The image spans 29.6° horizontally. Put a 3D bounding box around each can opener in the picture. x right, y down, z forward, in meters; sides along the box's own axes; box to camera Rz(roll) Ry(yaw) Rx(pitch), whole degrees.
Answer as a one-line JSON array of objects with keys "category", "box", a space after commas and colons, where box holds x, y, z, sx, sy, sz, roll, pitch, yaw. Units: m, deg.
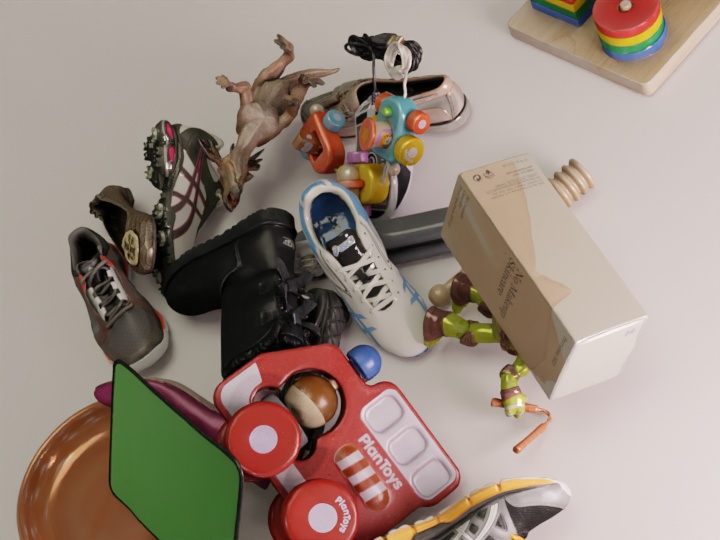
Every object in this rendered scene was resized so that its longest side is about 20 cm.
[{"category": "can opener", "box": [0.008, -0.034, 1.396, 0.200, 0.053, 0.067, -9, 53, 19]}]

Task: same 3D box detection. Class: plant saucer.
[{"category": "plant saucer", "box": [-0.244, 0.218, 1.345, 0.200, 0.037, 0.200, -12, 54, 17]}]

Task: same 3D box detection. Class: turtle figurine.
[{"category": "turtle figurine", "box": [0.138, 0.063, 1.260, 0.161, 0.064, 0.200, 17, 66, 33]}]

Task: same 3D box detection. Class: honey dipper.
[{"category": "honey dipper", "box": [0.145, -0.035, 1.346, 0.200, 0.038, 0.038, -39, 50, -2]}]

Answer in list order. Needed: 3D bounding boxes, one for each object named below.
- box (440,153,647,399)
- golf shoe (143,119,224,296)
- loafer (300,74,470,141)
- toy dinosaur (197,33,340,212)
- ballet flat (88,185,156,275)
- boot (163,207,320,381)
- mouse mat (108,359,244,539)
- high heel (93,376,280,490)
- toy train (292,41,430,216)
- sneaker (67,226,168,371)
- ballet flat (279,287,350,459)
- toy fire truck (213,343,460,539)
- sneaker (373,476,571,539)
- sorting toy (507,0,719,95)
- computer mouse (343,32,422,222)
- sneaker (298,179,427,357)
[{"category": "box", "box": [0.158, 0.003, 1.203, 0.078, 0.095, 0.200, -17, 56, -23]}, {"category": "golf shoe", "box": [-0.189, -0.068, 1.494, 0.088, 0.077, 0.200, 4, 74, -23]}, {"category": "loafer", "box": [0.020, -0.188, 1.493, 0.200, 0.063, 0.072, 0, 57, 25]}, {"category": "toy dinosaur", "box": [-0.108, -0.168, 1.490, 0.086, 0.136, 0.200, 36, 49, 6]}, {"category": "ballet flat", "box": [-0.261, -0.048, 1.492, 0.200, 0.046, 0.067, -132, 52, -58]}, {"category": "boot", "box": [-0.125, 0.045, 1.363, 0.198, 0.073, 0.163, -32, 50, 34]}, {"category": "mouse mat", "box": [-0.170, 0.188, 1.223, 0.008, 0.161, 0.200, -17, 38, -38]}, {"category": "high heel", "box": [-0.171, 0.154, 1.302, 0.200, 0.067, 0.096, 1, 80, 24]}, {"category": "toy train", "box": [-0.010, -0.139, 1.394, 0.200, 0.056, 0.150, -42, 61, 49]}, {"category": "sneaker", "box": [-0.274, 0.028, 1.463, 0.077, 0.082, 0.200, -36, 50, -2]}, {"category": "ballet flat", "box": [-0.042, 0.110, 1.324, 0.066, 0.057, 0.200, -13, 56, 43]}, {"category": "toy fire truck", "box": [-0.028, 0.154, 1.211, 0.168, 0.112, 0.200, -35, 87, -16]}, {"category": "sneaker", "box": [0.093, 0.238, 1.159, 0.200, 0.078, 0.077, -29, 63, 8]}, {"category": "sorting toy", "box": [0.285, -0.310, 1.453, 0.199, 0.070, 0.200, 33, 74, 38]}, {"category": "computer mouse", "box": [0.026, -0.148, 1.428, 0.110, 0.044, 0.200, 10, 102, 51]}, {"category": "sneaker", "box": [0.000, 0.000, 1.328, 0.072, 0.072, 0.200, -35, 79, 11]}]
